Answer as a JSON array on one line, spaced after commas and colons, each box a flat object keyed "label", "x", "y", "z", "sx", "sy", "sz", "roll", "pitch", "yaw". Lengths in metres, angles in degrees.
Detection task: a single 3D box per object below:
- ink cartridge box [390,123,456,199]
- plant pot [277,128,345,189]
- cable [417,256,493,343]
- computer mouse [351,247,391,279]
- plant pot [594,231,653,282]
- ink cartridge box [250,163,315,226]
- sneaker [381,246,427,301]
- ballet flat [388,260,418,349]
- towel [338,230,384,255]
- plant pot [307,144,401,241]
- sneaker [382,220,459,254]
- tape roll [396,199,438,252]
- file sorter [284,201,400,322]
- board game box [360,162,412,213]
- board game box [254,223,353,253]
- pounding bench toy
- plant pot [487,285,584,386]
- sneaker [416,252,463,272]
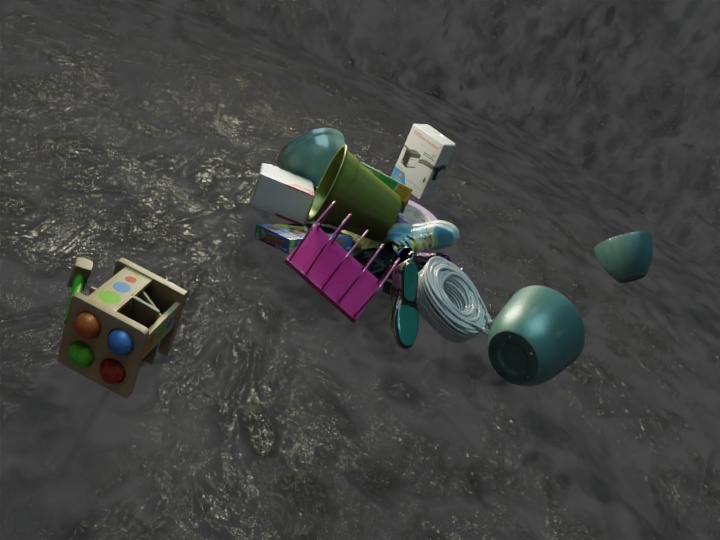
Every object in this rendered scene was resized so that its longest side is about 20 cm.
[{"label": "ink cartridge box", "x": 0.207, "y": -0.362, "z": 2.283, "sx": 0.144, "sy": 0.204, "sz": 0.083, "roll": 40, "pitch": 30, "yaw": 28}, {"label": "plant pot", "x": -0.114, "y": -0.272, "z": 1.882, "sx": 0.197, "sy": 0.200, "sz": 0.137, "roll": -4, "pitch": 63, "yaw": -44}, {"label": "cable", "x": 0.207, "y": 0.068, "z": 1.592, "sx": 0.196, "sy": 0.069, "sz": 0.204, "roll": 16, "pitch": 47, "yaw": -39}, {"label": "computer mouse", "x": 0.000, "y": 0.000, "z": 1.631, "sx": 0.197, "sy": 0.054, "sz": 0.138, "roll": -18, "pitch": 45, "yaw": -41}, {"label": "plant pot", "x": 0.929, "y": -0.036, "z": 2.394, "sx": 0.196, "sy": 0.198, "sz": 0.139, "roll": 2, "pitch": 71, "yaw": -38}, {"label": "ink cartridge box", "x": -0.193, "y": -0.192, "z": 1.712, "sx": 0.144, "sy": 0.088, "sz": 0.200, "roll": 20, "pitch": 12, "yaw": -10}, {"label": "sneaker", "x": 0.127, "y": -0.010, "z": 1.649, "sx": 0.072, "sy": 0.115, "sz": 0.198, "roll": 22, "pitch": 31, "yaw": 29}, {"label": "ballet flat", "x": 0.091, "y": 0.079, "z": 1.515, "sx": 0.068, "sy": 0.071, "sz": 0.206, "roll": 17, "pitch": 64, "yaw": -30}, {"label": "towel", "x": 0.020, "y": -0.076, "z": 1.794, "sx": 0.146, "sy": 0.037, "sz": 0.200, "roll": 31, "pitch": 26, "yaw": 6}, {"label": "plant pot", "x": -0.005, "y": -0.168, "z": 1.673, "sx": 0.186, "sy": 0.202, "sz": 0.202, "roll": 27, "pitch": 25, "yaw": -16}, {"label": "sneaker", "x": 0.144, "y": -0.064, "z": 1.717, "sx": 0.194, "sy": 0.082, "sz": 0.131, "roll": -3, "pitch": 27, "yaw": 23}, {"label": "tape roll", "x": 0.131, "y": -0.136, "z": 1.967, "sx": 0.195, "sy": 0.067, "sz": 0.202, "roll": 20, "pitch": 27, "yaw": -10}, {"label": "file sorter", "x": -0.033, "y": -0.026, "z": 1.470, "sx": 0.199, "sy": 0.126, "sz": 0.140, "roll": 40, "pitch": 45, "yaw": -1}, {"label": "board game box", "x": 0.061, "y": -0.215, "z": 1.826, "sx": 0.150, "sy": 0.041, "sz": 0.200, "roll": 28, "pitch": -2, "yaw": 3}, {"label": "board game box", "x": -0.131, "y": -0.078, "z": 1.616, "sx": 0.196, "sy": 0.036, "sz": 0.134, "roll": -4, "pitch": 20, "yaw": -43}, {"label": "pounding bench toy", "x": -0.399, "y": 0.072, "z": 1.056, "sx": 0.196, "sy": 0.127, "sz": 0.157, "roll": 26, "pitch": 27, "yaw": 2}, {"label": "plant pot", "x": 0.372, "y": 0.158, "z": 1.519, "sx": 0.199, "sy": 0.204, "sz": 0.159, "roll": 37, "pitch": 40, "yaw": 23}, {"label": "sneaker", "x": 0.190, "y": -0.015, "z": 1.778, "sx": 0.198, "sy": 0.090, "sz": 0.080, "roll": 37, "pitch": 30, "yaw": 24}]
